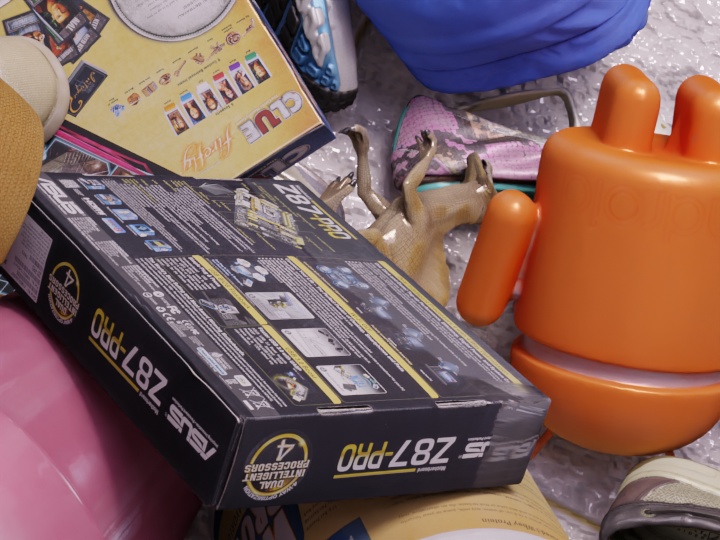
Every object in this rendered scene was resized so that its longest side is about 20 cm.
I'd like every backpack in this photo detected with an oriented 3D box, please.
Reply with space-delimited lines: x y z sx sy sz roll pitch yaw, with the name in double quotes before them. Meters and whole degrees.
"backpack" 0.084 -0.186 1.308 0.168 0.162 0.201 49 35 -41

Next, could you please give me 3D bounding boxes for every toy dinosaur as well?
"toy dinosaur" 0.000 0.000 1.208 0.200 0.058 0.101 -47 118 -20

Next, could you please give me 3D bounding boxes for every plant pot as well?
"plant pot" -0.159 0.100 1.076 0.200 0.200 0.179 41 41 6

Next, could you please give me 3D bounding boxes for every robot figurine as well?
"robot figurine" 0.133 0.003 1.237 0.144 0.116 0.201 -3 106 -41

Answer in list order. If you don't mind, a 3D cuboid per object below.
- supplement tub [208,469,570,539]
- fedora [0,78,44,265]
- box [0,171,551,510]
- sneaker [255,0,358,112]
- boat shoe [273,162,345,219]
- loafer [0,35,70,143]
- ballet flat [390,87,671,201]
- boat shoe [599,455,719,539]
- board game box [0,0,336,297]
"supplement tub" 0.024 0.145 1.086 0.144 0.145 0.200 0 28 -19
"fedora" -0.193 -0.036 1.054 0.082 0.200 0.201 31 52 -33
"box" -0.042 0.023 1.062 0.161 0.049 0.200 -3 31 -38
"sneaker" -0.022 -0.175 1.337 0.086 0.075 0.201 -4 64 -28
"boat shoe" -0.104 -0.050 1.237 0.200 0.076 0.072 30 60 2
"loafer" -0.227 -0.047 1.152 0.200 0.068 0.076 -38 74 0
"ballet flat" 0.114 -0.059 1.318 0.199 0.069 0.071 8 77 -12
"boat shoe" 0.205 0.149 1.180 0.200 0.072 0.066 20 34 20
"board game box" -0.131 -0.068 1.193 0.200 0.035 0.136 -31 78 4
